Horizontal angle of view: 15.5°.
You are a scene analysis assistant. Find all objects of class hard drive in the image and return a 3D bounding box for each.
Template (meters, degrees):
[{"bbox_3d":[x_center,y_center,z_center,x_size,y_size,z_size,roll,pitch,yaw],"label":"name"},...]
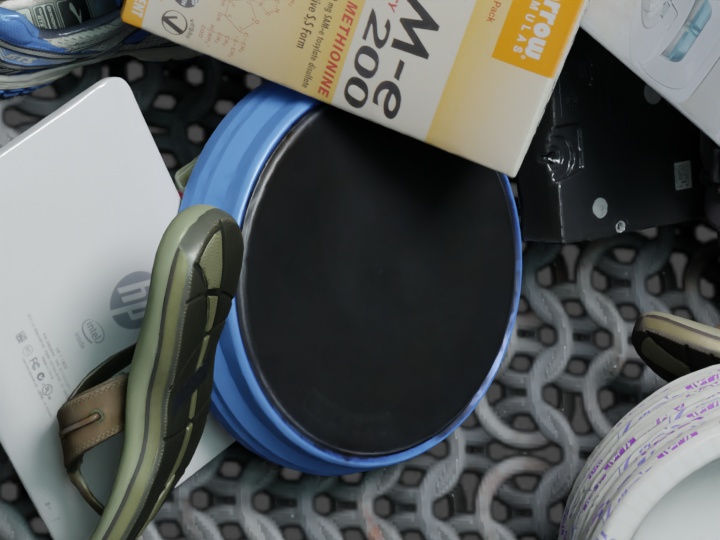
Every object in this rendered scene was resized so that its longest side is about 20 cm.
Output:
[{"bbox_3d":[0.160,-0.095,1.361,0.200,0.038,0.140,-12,100,-37],"label":"hard drive"}]

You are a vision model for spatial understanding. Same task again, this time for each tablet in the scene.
[{"bbox_3d":[-0.122,0.024,1.216,0.130,0.014,0.200,-37,125,-21],"label":"tablet"}]

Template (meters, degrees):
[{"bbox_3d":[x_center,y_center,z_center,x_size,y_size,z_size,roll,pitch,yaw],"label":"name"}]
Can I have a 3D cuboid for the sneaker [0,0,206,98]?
[{"bbox_3d":[-0.109,-0.141,1.300,0.200,0.085,0.077,-25,83,-26],"label":"sneaker"}]

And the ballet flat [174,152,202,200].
[{"bbox_3d":[-0.080,-0.020,1.291,0.200,0.076,0.064,-32,55,-26],"label":"ballet flat"}]

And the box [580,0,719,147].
[{"bbox_3d":[0.193,-0.162,1.267,0.200,0.097,0.176,-16,48,-41],"label":"box"}]

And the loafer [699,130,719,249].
[{"bbox_3d":[0.204,-0.023,1.334,0.063,0.200,0.072,-36,47,-8],"label":"loafer"}]

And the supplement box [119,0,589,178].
[{"bbox_3d":[0.005,-0.142,1.203,0.200,0.126,0.074,21,37,3],"label":"supplement box"}]

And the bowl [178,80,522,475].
[{"bbox_3d":[0.000,0.000,1.271,0.200,0.039,0.201,-4,97,-41],"label":"bowl"}]

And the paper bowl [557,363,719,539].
[{"bbox_3d":[0.194,0.136,1.283,0.200,0.104,0.201,-2,113,-5],"label":"paper bowl"}]

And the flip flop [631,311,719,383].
[{"bbox_3d":[0.235,0.036,1.324,0.200,0.081,0.058,2,70,3],"label":"flip flop"}]

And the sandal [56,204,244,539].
[{"bbox_3d":[-0.103,0.055,1.194,0.057,0.201,0.080,21,24,10],"label":"sandal"}]
